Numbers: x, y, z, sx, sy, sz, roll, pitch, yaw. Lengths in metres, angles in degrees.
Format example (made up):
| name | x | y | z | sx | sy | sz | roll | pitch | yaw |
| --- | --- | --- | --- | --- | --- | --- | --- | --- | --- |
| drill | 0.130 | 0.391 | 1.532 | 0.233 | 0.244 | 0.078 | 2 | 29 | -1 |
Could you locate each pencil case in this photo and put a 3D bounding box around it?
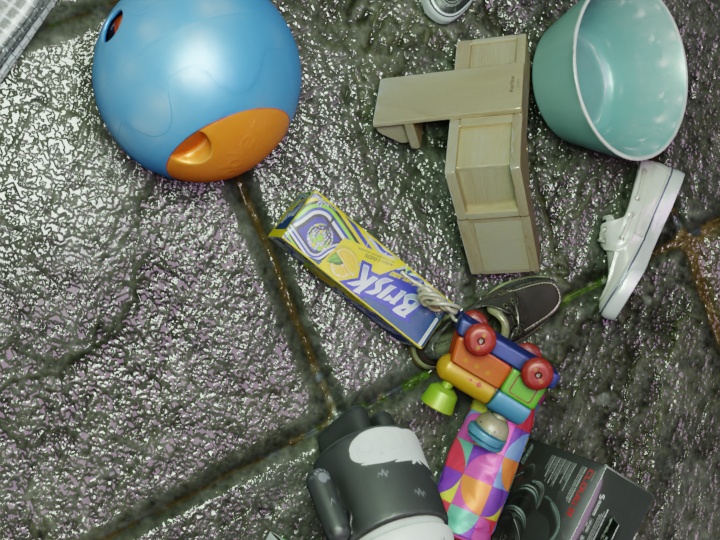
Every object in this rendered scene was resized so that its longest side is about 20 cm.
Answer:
| name | x | y | z | sx | sy | sz | roll | pitch | yaw |
| --- | --- | --- | --- | --- | --- | --- | --- | --- | --- |
| pencil case | 0.140 | 0.206 | 1.178 | 0.088 | 0.088 | 0.202 | 25 | 80 | -18 |

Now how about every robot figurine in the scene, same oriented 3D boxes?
| name | x | y | z | sx | sy | sz | roll | pitch | yaw |
| --- | --- | --- | --- | --- | --- | --- | --- | --- | --- |
| robot figurine | 0.020 | 0.243 | 1.080 | 0.149 | 0.125 | 0.201 | -12 | 55 | -14 |

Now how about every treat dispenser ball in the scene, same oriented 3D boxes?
| name | x | y | z | sx | sy | sz | roll | pitch | yaw |
| --- | --- | --- | --- | --- | --- | --- | --- | --- | --- |
| treat dispenser ball | -0.156 | -0.186 | 1.004 | 0.199 | 0.201 | 0.203 | 0 | 91 | -19 |

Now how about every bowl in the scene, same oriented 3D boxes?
| name | x | y | z | sx | sy | sz | roll | pitch | yaw |
| --- | --- | --- | --- | --- | --- | --- | --- | --- | --- |
| bowl | 0.272 | -0.221 | 1.191 | 0.199 | 0.105 | 0.203 | 1 | 88 | -36 |

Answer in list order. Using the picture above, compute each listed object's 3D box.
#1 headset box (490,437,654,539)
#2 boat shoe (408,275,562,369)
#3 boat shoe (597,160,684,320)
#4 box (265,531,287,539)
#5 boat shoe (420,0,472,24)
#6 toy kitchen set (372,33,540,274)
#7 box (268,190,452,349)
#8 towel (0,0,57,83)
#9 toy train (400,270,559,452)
| name | x | y | z | sx | sy | sz | roll | pitch | yaw |
| --- | --- | --- | --- | --- | --- | --- | --- | --- | --- |
| headset box | 0.219 | 0.279 | 1.142 | 0.077 | 0.200 | 0.150 | 31 | 82 | -17 |
| boat shoe | 0.153 | 0.063 | 1.187 | 0.199 | 0.065 | 0.074 | -25 | 99 | -17 |
| boat shoe | 0.319 | -0.041 | 1.251 | 0.069 | 0.071 | 0.202 | 24 | 86 | 10 |
| box | -0.044 | 0.406 | 1.105 | 0.199 | 0.097 | 0.178 | 30 | 80 | -17 |
| boat shoe | 0.133 | -0.372 | 1.173 | 0.073 | 0.068 | 0.200 | 34 | 80 | -16 |
| toy kitchen set | 0.115 | -0.128 | 1.180 | 0.161 | 0.181 | 0.201 | -3 | 52 | 16 |
| box | 0.000 | 0.000 | 1.129 | 0.199 | 0.070 | 0.065 | 38 | 81 | -16 |
| towel | -0.385 | -0.269 | 0.984 | 0.165 | 0.085 | 0.201 | 35 | 80 | -16 |
| toy train | 0.099 | 0.099 | 1.104 | 0.199 | 0.085 | 0.116 | 30 | 97 | -5 |
